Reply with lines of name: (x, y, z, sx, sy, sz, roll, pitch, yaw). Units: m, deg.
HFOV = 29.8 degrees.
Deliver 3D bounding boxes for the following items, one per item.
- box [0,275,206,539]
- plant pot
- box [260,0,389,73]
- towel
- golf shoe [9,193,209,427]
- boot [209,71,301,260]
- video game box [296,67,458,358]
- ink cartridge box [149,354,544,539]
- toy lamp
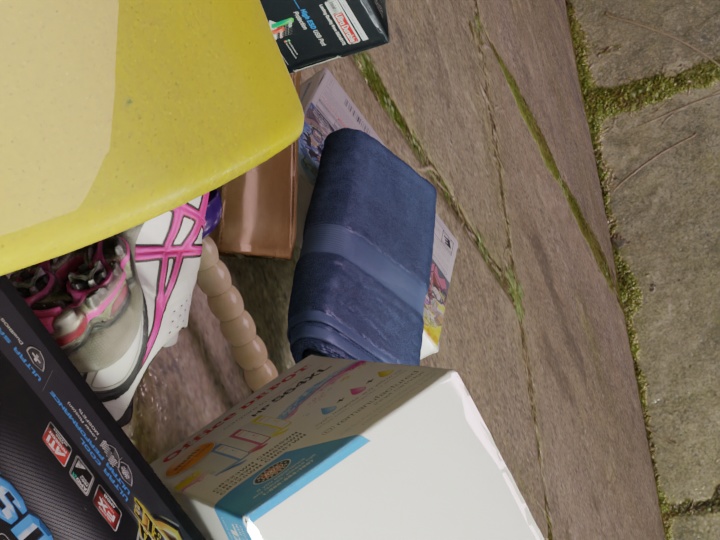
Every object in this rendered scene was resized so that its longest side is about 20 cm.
box: (-0.131, 0.120, 0.531, 0.200, 0.050, 0.199, 58, 13, -18)
plant pot: (-0.169, -0.082, 0.461, 0.176, 0.199, 0.201, -53, 127, -55)
box: (-0.092, -0.166, 0.677, 0.200, 0.158, 0.046, 53, 26, -54)
towel: (0.000, 0.000, 0.960, 0.112, 0.048, 0.201, 38, 45, -32)
golf shoe: (-0.123, -0.006, 0.726, 0.200, 0.072, 0.092, -69, 148, -46)
boot: (-0.057, -0.106, 0.946, 0.175, 0.066, 0.201, 6, 85, -62)
video game box: (0.001, -0.045, 1.097, 0.200, 0.047, 0.182, 52, 22, -17)
ink cartridge box: (-0.018, 0.131, 0.707, 0.126, 0.128, 0.200, 62, -23, -12)
toy lamp: (-0.073, 0.047, 0.855, 0.058, 0.058, 0.201, -68, 138, -62)
